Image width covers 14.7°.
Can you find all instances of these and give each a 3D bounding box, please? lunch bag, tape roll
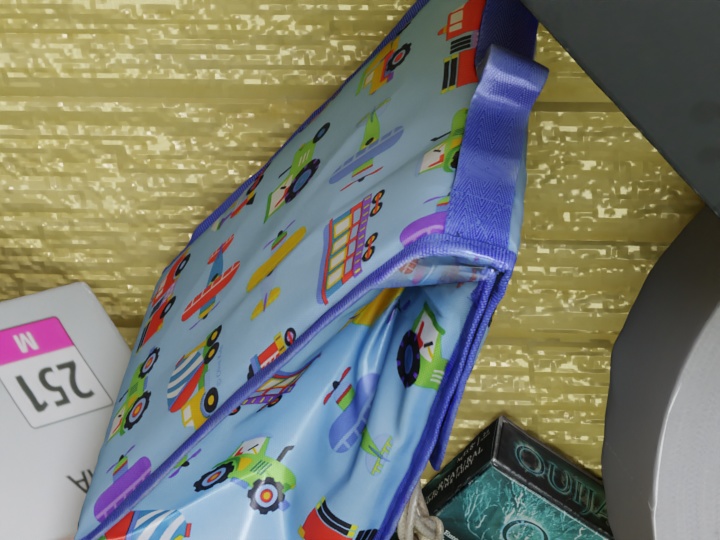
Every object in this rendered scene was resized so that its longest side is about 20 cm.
[{"bbox_3d":[0.000,0.000,0.877,0.094,0.151,0.200,26,128,-10],"label":"lunch bag"},{"bbox_3d":[0.179,0.056,0.883,0.199,0.066,0.201,-2,104,-10],"label":"tape roll"}]

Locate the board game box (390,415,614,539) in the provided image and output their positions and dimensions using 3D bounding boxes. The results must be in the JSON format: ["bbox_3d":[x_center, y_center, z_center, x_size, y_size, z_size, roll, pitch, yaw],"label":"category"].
[{"bbox_3d":[0.090,0.151,1.056,0.200,0.028,0.135,34,126,-15],"label":"board game box"}]

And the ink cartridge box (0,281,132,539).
[{"bbox_3d":[-0.123,0.100,0.908,0.174,0.200,0.044,54,129,18],"label":"ink cartridge box"}]

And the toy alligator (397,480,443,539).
[{"bbox_3d":[0.053,0.149,1.005,0.054,0.059,0.201,-2,126,13],"label":"toy alligator"}]

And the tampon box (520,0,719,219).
[{"bbox_3d":[0.113,-0.121,0.694,0.150,0.126,0.200,-32,116,31],"label":"tampon box"}]
